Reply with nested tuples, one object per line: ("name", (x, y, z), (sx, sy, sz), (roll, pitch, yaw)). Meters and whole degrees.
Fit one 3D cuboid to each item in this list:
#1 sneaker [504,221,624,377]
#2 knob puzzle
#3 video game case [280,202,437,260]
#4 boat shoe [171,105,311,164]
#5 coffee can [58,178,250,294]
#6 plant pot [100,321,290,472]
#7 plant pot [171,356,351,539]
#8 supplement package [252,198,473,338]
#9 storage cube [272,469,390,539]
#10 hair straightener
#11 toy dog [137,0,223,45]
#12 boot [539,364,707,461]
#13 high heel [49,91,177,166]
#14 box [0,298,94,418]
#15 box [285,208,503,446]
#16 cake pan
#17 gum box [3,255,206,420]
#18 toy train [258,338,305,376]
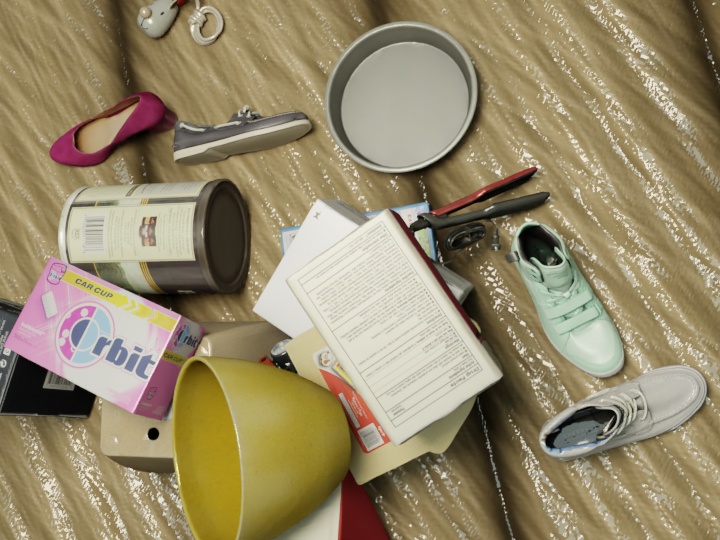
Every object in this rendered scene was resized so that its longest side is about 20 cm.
("sneaker", (0.231, 0.034, 0.995), (0.074, 0.118, 0.201), (-33, 76, 6))
("knob puzzle", (0.043, 0.109, 0.958), (0.219, 0.030, 0.220), (0, 91, 9))
("video game case", (0.000, 0.000, 1.116), (0.200, 0.018, 0.143), (-10, 79, 14))
("boat shoe", (-0.163, -0.192, 1.161), (0.200, 0.073, 0.063), (-11, 82, 18))
("coffee can", (-0.261, -0.041, 1.125), (0.200, 0.146, 0.147), (-1, 81, 15))
("plant pot", (-0.211, 0.154, 1.066), (0.200, 0.177, 0.200), (-1, 81, 16))
("plant pot", (-0.094, 0.181, 0.894), (0.142, 0.200, 0.201), (-3, 77, -30))
("supplement package", (0.005, 0.032, 1.036), (0.200, 0.111, 0.156), (33, 100, 10))
("storage cube", (-0.065, 0.337, 0.960), (0.171, 0.200, 0.180), (-17, 118, 12))
("hair straightener", (0.143, -0.058, 1.030), (0.200, 0.041, 0.077), (-21, 76, -23))
("toy dog", (-0.245, -0.423, 1.205), (0.132, 0.096, 0.200), (15, 85, 17))
("boot", (0.293, 0.163, 0.970), (0.200, 0.096, 0.074), (-28, 76, 9))
("high heel", (-0.359, -0.200, 1.202), (0.200, 0.096, 0.068), (-20, 77, 11))
("box", (-0.468, 0.104, 1.131), (0.196, 0.200, 0.124), (14, 84, 16))
("box", (0.038, 0.054, 0.888), (0.128, 0.109, 0.200), (-34, 86, 7))
("cake pan", (0.053, -0.220, 1.124), (0.200, 0.037, 0.201), (-2, 81, 15))
("gum box", (-0.289, 0.073, 0.973), (0.200, 0.066, 0.114), (22, 81, 20))
("toy train", (-0.068, 0.177, 1.029), (0.114, 0.085, 0.200), (-36, 117, -12))
